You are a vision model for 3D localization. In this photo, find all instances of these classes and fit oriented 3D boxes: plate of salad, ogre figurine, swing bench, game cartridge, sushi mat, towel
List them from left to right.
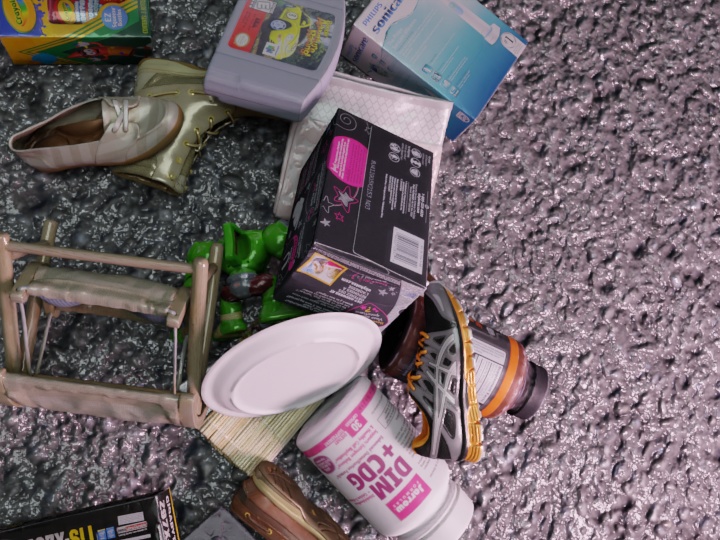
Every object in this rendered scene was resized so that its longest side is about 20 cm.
[{"bbox_3d":[-0.255,0.064,0.706,0.197,0.130,0.202,7,99,-4],"label":"swing bench"},{"bbox_3d":[-0.128,0.010,0.801,0.098,0.199,0.121,9,67,-58],"label":"ogre figurine"},{"bbox_3d":[-0.092,0.142,0.814,0.096,0.012,0.200,46,76,-18],"label":"sushi mat"},{"bbox_3d":[-0.089,-0.268,0.805,0.132,0.041,0.201,16,61,-5],"label":"game cartridge"},{"bbox_3d":[-0.073,0.097,0.736,0.199,0.201,0.048,-13,56,-16],"label":"plate of salad"},{"bbox_3d":[0.005,-0.140,0.865,0.199,0.032,0.192,10,104,-13],"label":"towel"}]

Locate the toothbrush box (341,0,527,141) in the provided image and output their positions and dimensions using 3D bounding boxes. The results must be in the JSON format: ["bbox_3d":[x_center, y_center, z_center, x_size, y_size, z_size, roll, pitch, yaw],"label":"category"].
[{"bbox_3d":[0.097,-0.299,0.924,0.200,0.085,0.147,36,74,-7],"label":"toothbrush box"}]

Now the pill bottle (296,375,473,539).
[{"bbox_3d":[0.031,0.231,0.801,0.200,0.113,0.113,47,73,-3],"label":"pill bottle"}]

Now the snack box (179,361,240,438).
[{"bbox_3d":[-0.114,0.114,0.830,0.199,0.024,0.072,-32,91,-17],"label":"snack box"}]

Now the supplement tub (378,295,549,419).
[{"bbox_3d":[0.130,0.114,0.852,0.199,0.107,0.108,25,75,-10],"label":"supplement tub"}]

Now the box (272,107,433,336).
[{"bbox_3d":[-0.003,-0.051,0.756,0.131,0.115,0.201,22,51,-18],"label":"box"}]

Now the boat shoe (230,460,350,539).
[{"bbox_3d":[-0.065,0.309,0.791,0.068,0.072,0.200,-44,96,0],"label":"boat shoe"}]

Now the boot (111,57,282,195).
[{"bbox_3d":[-0.187,-0.162,0.821,0.199,0.073,0.157,11,78,3],"label":"boot"}]

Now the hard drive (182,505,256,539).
[{"bbox_3d":[-0.141,0.380,0.768,0.135,0.042,0.200,-39,91,-18],"label":"hard drive"}]

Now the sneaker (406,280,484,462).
[{"bbox_3d":[0.085,0.112,0.753,0.077,0.078,0.202,-6,85,1],"label":"sneaker"}]

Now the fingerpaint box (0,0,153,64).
[{"bbox_3d":[-0.342,-0.356,0.827,0.166,0.073,0.202,-4,81,-15],"label":"fingerpaint box"}]

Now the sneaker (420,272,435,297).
[{"bbox_3d":[0.000,0.000,0.867,0.199,0.073,0.085,25,109,-13],"label":"sneaker"}]

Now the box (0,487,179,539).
[{"bbox_3d":[-0.283,0.329,0.711,0.199,0.049,0.161,-14,82,0],"label":"box"}]

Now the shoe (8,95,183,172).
[{"bbox_3d":[-0.297,-0.154,0.775,0.199,0.053,0.070,-13,74,8],"label":"shoe"}]

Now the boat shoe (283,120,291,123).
[{"bbox_3d":[-0.100,-0.291,0.879,0.070,0.071,0.202,-16,85,-16],"label":"boat shoe"}]
